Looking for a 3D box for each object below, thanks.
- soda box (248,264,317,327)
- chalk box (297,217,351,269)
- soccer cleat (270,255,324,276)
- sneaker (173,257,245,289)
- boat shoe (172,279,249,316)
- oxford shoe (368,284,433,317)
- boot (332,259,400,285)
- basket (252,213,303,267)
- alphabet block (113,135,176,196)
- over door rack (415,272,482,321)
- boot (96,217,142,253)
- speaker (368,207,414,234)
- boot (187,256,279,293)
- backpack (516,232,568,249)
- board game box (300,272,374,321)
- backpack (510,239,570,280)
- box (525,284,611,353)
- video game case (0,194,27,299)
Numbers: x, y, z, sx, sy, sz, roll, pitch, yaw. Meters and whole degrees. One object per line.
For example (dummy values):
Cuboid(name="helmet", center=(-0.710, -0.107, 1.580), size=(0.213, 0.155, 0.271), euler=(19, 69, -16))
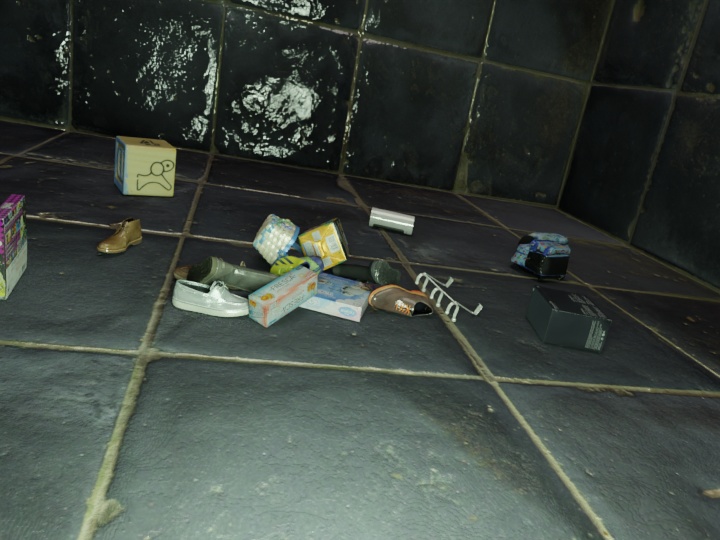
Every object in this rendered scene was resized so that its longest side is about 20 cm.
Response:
Cuboid(name="soda box", center=(-0.193, 0.062, 1.446), size=(0.067, 0.065, 0.198), euler=(24, 36, 27))
Cuboid(name="chalk box", center=(-0.107, -0.082, 1.803), size=(0.120, 0.128, 0.200), euler=(-21, 7, 7))
Cuboid(name="soccer cleat", center=(-0.191, -0.001, 1.618), size=(0.195, 0.067, 0.084), euler=(-8, 22, 35))
Cuboid(name="sneaker", center=(-0.404, -0.003, 1.557), size=(0.193, 0.078, 0.071), euler=(8, 18, -12))
Cuboid(name="boat shoe", center=(-0.359, 0.062, 1.399), size=(0.193, 0.074, 0.070), euler=(9, 18, -8))
Cuboid(name="oxford shoe", center=(0.117, 0.090, 1.613), size=(0.194, 0.073, 0.073), euler=(4, 23, -24))
Cuboid(name="boot", center=(0.000, 0.000, 1.701), size=(0.195, 0.068, 0.164), euler=(11, -11, 32))
Cuboid(name="basket", center=(-0.230, -0.070, 1.785), size=(0.199, 0.139, 0.177), euler=(43, 10, -18))
Cuboid(name="alphabet block", center=(-0.861, -0.415, 2.294), size=(0.195, 0.202, 0.195), euler=(-1, 24, -35))
Cuboid(name="over door rack", center=(0.256, 0.081, 1.692), size=(0.148, 0.068, 0.197), euler=(46, 21, 31))
Cuboid(name="boot", center=(-0.701, -0.103, 1.672), size=(0.071, 0.078, 0.201), euler=(14, 20, 3))
Cuboid(name="speaker", center=(0.137, -0.213, 2.482), size=(0.193, 0.084, 0.081), euler=(12, 18, 2))
Cuboid(name="boot", center=(-0.334, 0.027, 1.499), size=(0.196, 0.075, 0.179), euler=(11, -20, -42))
Cuboid(name="backpack", center=(0.802, -0.097, 2.484), size=(0.194, 0.158, 0.163), euler=(20, 9, -14))
Cuboid(name="board game box", center=(-0.073, 0.067, 1.605), size=(0.193, 0.045, 0.199), euler=(13, 19, 8))
Cuboid(name="backpack", center=(0.707, -0.055, 2.285), size=(0.178, 0.139, 0.198), euler=(-1, 19, -35))
Cuboid(name="box", center=(0.608, 0.140, 1.704), size=(0.176, 0.108, 0.201), euler=(11, 18, -3))
Cuboid(name="video game case", center=(-0.802, -0.058, 1.310), size=(0.035, 0.187, 0.200), euler=(4, 20, -19))
